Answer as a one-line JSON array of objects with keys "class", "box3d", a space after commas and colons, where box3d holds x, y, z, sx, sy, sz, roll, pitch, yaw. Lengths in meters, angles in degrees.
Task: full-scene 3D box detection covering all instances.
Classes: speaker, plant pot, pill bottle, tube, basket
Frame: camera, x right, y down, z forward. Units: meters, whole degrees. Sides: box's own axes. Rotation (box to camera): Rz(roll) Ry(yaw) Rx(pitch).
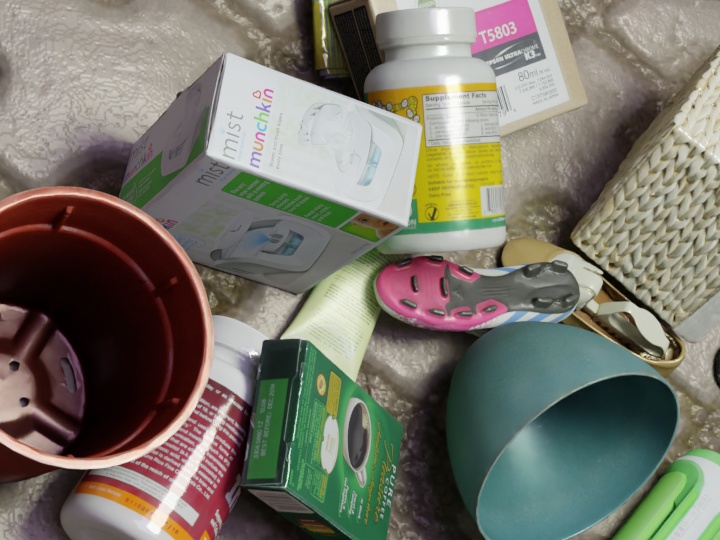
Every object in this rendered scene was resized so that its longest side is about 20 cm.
[{"class": "speaker", "box3d": [0.267, 0.249, 1.535, 0.088, 0.088, 0.200, 50, 58, -5]}, {"class": "plant pot", "box3d": [0.152, 0.121, 1.474, 0.200, 0.200, 0.135, -7, 41, -30]}, {"class": "pill bottle", "box3d": [0.061, -0.117, 1.449, 0.113, 0.113, 0.200, -6, 94, -30]}, {"class": "plant pot", "box3d": [-0.237, 0.065, 1.257, 0.201, 0.195, 0.201, 10, 68, -26]}, {"class": "tube", "box3d": [0.000, 0.000, 1.501, 0.058, 0.052, 0.200, 15, 63, 21]}, {"class": "pill bottle", "box3d": [-0.136, 0.137, 1.336, 0.113, 0.113, 0.200, 37, 60, -13]}, {"class": "basket", "box3d": [0.330, -0.078, 1.597, 0.161, 0.200, 0.198, 38, 47, 2]}]

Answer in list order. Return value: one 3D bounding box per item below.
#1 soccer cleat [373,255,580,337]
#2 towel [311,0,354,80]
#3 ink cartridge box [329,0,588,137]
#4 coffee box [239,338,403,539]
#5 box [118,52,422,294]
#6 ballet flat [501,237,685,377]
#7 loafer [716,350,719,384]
[{"class": "soccer cleat", "box3d": [0.097, 0.032, 1.518, 0.200, 0.086, 0.070, 1, 62, -23]}, {"class": "towel", "box3d": [0.015, -0.269, 1.588, 0.144, 0.023, 0.200, -4, 89, -29]}, {"class": "ink cartridge box", "box3d": [0.092, -0.196, 1.571, 0.200, 0.075, 0.165, -23, 100, -27]}, {"class": "coffee box", "box3d": [-0.027, 0.146, 1.369, 0.200, 0.044, 0.123, 45, 48, -57]}, {"class": "box", "box3d": [-0.077, -0.074, 1.390, 0.176, 0.200, 0.097, 18, 66, -23]}, {"class": "ballet flat", "box3d": [0.221, 0.028, 1.599, 0.200, 0.063, 0.069, 36, 62, -13]}, {"class": "loafer", "box3d": [0.444, 0.121, 1.683, 0.200, 0.072, 0.073, 22, 63, -21]}]
